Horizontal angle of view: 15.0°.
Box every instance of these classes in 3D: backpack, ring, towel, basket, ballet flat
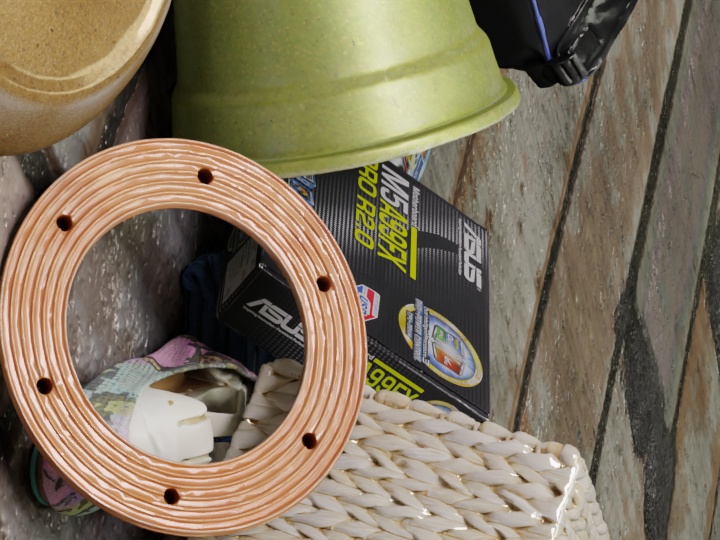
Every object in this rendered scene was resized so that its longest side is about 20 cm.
[{"bbox_3d":[0.104,-0.238,1.654,0.200,0.147,0.183,-53,138,-27],"label":"backpack"},{"bbox_3d":[-0.088,0.033,1.357,0.200,0.019,0.201,8,72,-26],"label":"ring"},{"bbox_3d":[-0.049,0.040,1.617,0.200,0.048,0.112,-7,99,-72],"label":"towel"},{"bbox_3d":[0.022,0.171,1.448,0.200,0.198,0.161,64,45,-64],"label":"basket"},{"bbox_3d":[-0.101,0.079,1.425,0.200,0.071,0.069,-33,127,-68],"label":"ballet flat"}]

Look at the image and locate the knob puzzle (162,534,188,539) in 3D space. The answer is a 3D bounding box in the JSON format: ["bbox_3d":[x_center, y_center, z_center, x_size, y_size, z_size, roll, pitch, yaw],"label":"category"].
[{"bbox_3d":[-0.090,0.258,1.531,0.220,0.030,0.221,1,90,-72],"label":"knob puzzle"}]

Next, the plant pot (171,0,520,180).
[{"bbox_3d":[-0.026,-0.163,1.466,0.200,0.200,0.185,-43,125,-65],"label":"plant pot"}]

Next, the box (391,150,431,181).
[{"bbox_3d":[0.021,-0.137,1.830,0.200,0.040,0.137,-70,153,-44],"label":"box"}]

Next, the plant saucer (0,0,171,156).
[{"bbox_3d":[-0.142,-0.148,1.224,0.200,0.035,0.201,-15,111,-47],"label":"plant saucer"}]

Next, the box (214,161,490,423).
[{"bbox_3d":[0.000,0.000,1.556,0.160,0.044,0.200,34,28,-17],"label":"box"}]
